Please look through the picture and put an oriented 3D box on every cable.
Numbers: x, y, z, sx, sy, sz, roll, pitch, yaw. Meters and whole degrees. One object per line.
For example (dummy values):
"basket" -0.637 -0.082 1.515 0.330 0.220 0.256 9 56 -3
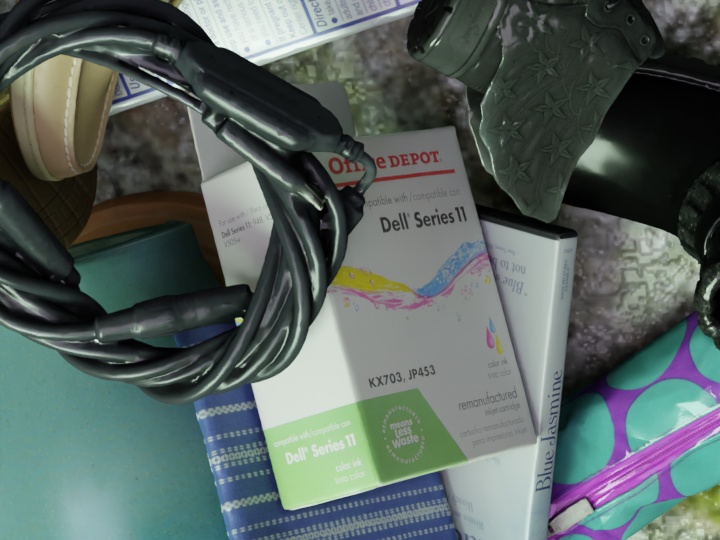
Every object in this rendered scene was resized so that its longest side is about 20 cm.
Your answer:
"cable" -0.104 -0.033 1.048 0.200 0.051 0.163 27 112 -8

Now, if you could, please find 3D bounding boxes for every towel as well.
"towel" -0.012 0.117 1.137 0.024 0.145 0.200 -22 80 42

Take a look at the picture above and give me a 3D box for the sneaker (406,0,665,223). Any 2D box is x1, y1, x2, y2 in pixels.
"sneaker" 0.095 -0.128 1.062 0.104 0.060 0.200 29 102 -19

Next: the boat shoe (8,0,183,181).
"boat shoe" -0.110 -0.129 1.066 0.064 0.071 0.200 14 114 8

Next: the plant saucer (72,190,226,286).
"plant saucer" -0.097 0.056 1.275 0.200 0.032 0.201 5 112 12

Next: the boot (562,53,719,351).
"boot" 0.154 -0.024 1.103 0.211 0.158 0.080 6 131 10

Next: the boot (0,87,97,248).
"boot" -0.207 -0.043 1.171 0.155 0.200 0.073 -22 124 22

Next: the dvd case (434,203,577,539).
"dvd case" 0.039 0.063 1.193 0.143 0.018 0.200 17 108 42

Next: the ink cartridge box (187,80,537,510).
"ink cartridge box" 0.000 0.000 1.126 0.067 0.117 0.200 -20 83 43

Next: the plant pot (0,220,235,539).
"plant pot" -0.121 0.080 1.177 0.200 0.200 0.188 -13 95 18

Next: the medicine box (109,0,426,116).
"medicine box" -0.071 -0.191 1.126 0.200 0.103 0.182 -16 107 19

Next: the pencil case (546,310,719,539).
"pencil case" 0.154 0.078 1.191 0.200 0.092 0.085 -36 101 23
